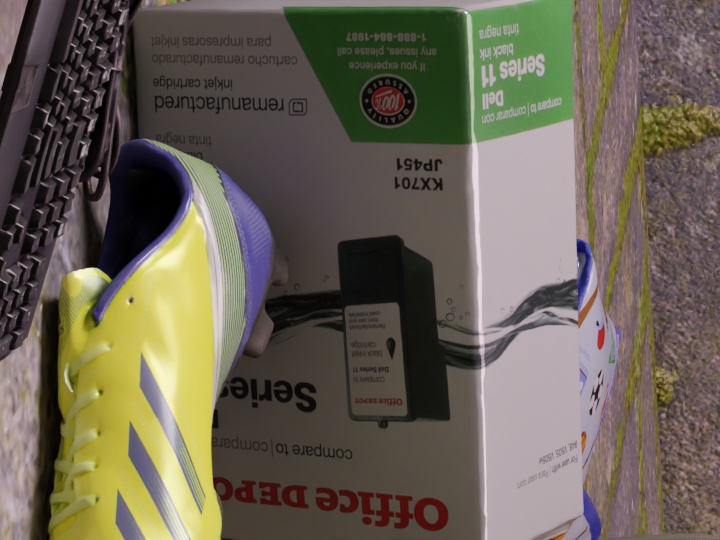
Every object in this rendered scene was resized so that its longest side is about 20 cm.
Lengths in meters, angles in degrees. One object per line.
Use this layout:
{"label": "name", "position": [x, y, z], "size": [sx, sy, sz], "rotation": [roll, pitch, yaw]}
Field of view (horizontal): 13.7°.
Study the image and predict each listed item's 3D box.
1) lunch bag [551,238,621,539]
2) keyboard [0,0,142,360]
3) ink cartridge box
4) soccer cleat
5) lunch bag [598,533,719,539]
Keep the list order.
{"label": "lunch bag", "position": [0.064, 0.091, 1.551], "size": [0.170, 0.124, 0.200], "rotation": [60, 45, -69]}
{"label": "keyboard", "position": [-0.078, -0.067, 0.869], "size": [0.127, 0.021, 0.200], "rotation": [-59, 169, -69]}
{"label": "ink cartridge box", "position": [0.000, 0.000, 1.093], "size": [0.083, 0.147, 0.200], "rotation": [-17, 107, -57]}
{"label": "soccer cleat", "position": [-0.079, 0.045, 0.983], "size": [0.084, 0.065, 0.200], "rotation": [42, 44, -34]}
{"label": "lunch bag", "position": [0.188, 0.258, 1.966], "size": [0.164, 0.200, 0.118], "rotation": [-75, 161, -57]}
